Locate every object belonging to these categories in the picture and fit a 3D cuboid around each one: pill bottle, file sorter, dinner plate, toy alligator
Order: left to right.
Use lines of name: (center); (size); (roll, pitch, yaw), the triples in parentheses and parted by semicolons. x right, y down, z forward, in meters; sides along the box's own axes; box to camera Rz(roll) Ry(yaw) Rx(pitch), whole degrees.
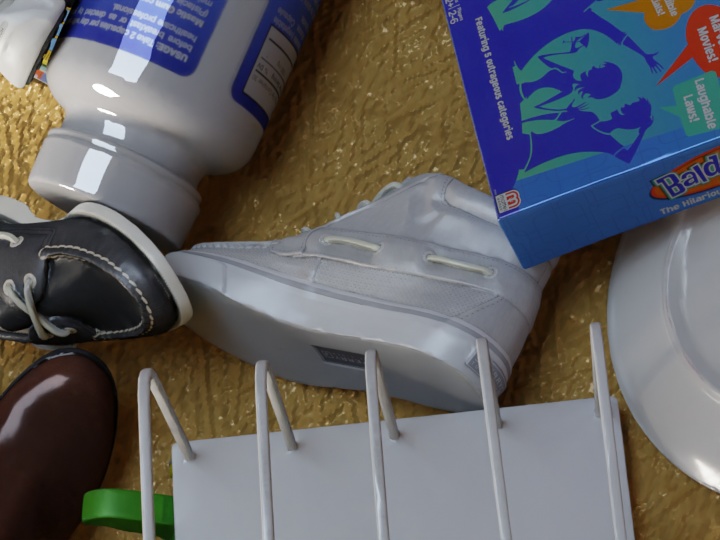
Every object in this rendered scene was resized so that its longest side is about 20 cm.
pill bottle: (-0.086, -0.116, 1.239); (0.111, 0.112, 0.201); (17, 78, 34)
toy alligator: (-0.025, 0.115, 1.143); (0.198, 0.054, 0.060); (0, 68, 7)
file sorter: (0.015, 0.107, 1.041); (0.198, 0.125, 0.140); (-6, 64, 3)
dinner plate: (0.194, 0.003, 1.084); (0.199, 0.024, 0.202); (-11, 66, 25)

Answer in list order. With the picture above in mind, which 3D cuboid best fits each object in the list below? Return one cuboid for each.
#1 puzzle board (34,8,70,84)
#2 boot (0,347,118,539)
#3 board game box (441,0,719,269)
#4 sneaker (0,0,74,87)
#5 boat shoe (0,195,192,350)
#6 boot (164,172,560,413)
puzzle board: (-0.125, -0.189, 1.351); (0.150, 0.017, 0.201); (27, 84, 35)
boot: (-0.167, 0.131, 1.132); (0.068, 0.200, 0.189); (37, 91, -9)
board game box: (0.143, -0.103, 1.117); (0.199, 0.045, 0.153); (-20, 53, 10)
sneaker: (-0.178, -0.170, 1.273); (0.075, 0.081, 0.200); (-60, 13, 26)
boat shoe: (-0.154, 0.006, 1.218); (0.060, 0.074, 0.199); (-37, 30, -27)
boot: (0.000, 0.000, 1.177); (0.199, 0.074, 0.096); (14, 61, 33)
